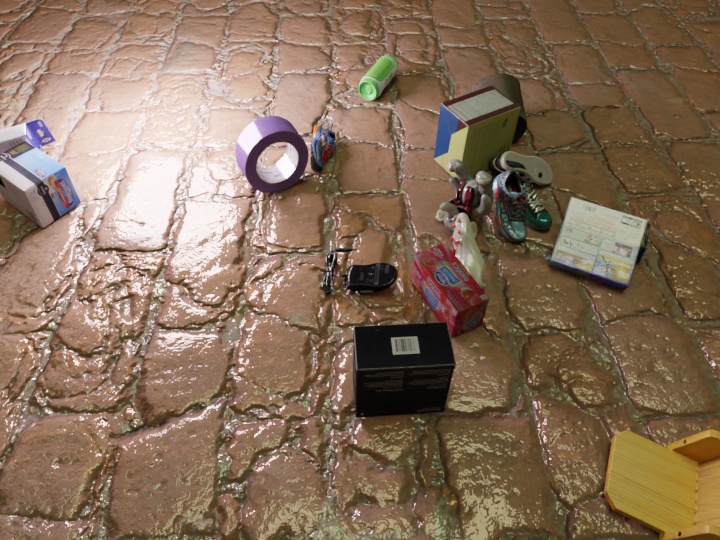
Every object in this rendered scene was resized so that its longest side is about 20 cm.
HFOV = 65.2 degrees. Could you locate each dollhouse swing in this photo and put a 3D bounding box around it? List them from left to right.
[{"bbox_3d":[0.584,0.380,1.036,0.174,0.183,0.202,32,53,0],"label":"dollhouse swing"}]

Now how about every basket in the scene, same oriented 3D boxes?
[{"bbox_3d":[0.465,-0.525,1.846,0.175,0.138,0.204,-7,52,-2],"label":"basket"}]

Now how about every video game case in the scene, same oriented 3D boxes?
[{"bbox_3d":[0.611,-0.071,1.453,0.196,0.046,0.185,20,79,16],"label":"video game case"}]

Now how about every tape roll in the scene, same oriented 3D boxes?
[{"bbox_3d":[-0.252,-0.329,1.609,0.196,0.203,0.085,-23,52,-20],"label":"tape roll"}]

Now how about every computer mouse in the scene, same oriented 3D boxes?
[{"bbox_3d":[0.000,0.000,1.433,0.194,0.046,0.143,-6,52,10],"label":"computer mouse"}]

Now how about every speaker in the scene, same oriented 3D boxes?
[{"bbox_3d":[0.066,-0.689,2.009,0.087,0.090,0.202,20,51,16],"label":"speaker"}]

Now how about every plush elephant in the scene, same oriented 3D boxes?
[{"bbox_3d":[0.274,-0.173,1.525,0.154,0.201,0.164,-42,44,-6],"label":"plush elephant"}]

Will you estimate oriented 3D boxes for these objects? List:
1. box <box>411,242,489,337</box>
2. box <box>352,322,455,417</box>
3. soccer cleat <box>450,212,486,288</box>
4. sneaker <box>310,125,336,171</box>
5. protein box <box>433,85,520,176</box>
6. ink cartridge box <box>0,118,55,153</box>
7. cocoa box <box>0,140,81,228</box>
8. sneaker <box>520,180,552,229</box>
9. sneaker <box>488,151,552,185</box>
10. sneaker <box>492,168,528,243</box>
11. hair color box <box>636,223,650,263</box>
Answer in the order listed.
[{"bbox_3d":[0.211,0.045,1.357,0.094,0.101,0.202,-20,52,-18],"label":"box"},{"bbox_3d":[0.081,0.206,1.159,0.194,0.185,0.106,-2,47,-4],"label":"box"},{"bbox_3d":[0.277,-0.046,1.437,0.075,0.069,0.206,2,74,-14],"label":"soccer cleat"},{"bbox_3d":[-0.114,-0.381,1.745,0.076,0.076,0.203,4,50,-2],"label":"sneaker"},{"bbox_3d":[0.345,-0.410,1.692,0.197,0.201,0.136,-24,52,-21],"label":"protein box"},{"bbox_3d":[-1.001,-0.362,1.641,0.197,0.199,0.041,-25,91,-18],"label":"ink cartridge box"},{"bbox_3d":[-0.906,-0.242,1.564,0.197,0.135,0.131,29,53,23],"label":"cocoa box"},{"bbox_3d":[0.466,-0.198,1.587,0.070,0.081,0.201,-24,53,-21],"label":"sneaker"},{"bbox_3d":[0.472,-0.305,1.691,0.196,0.111,0.075,16,85,-25],"label":"sneaker"},{"bbox_3d":[0.411,-0.176,1.523,0.077,0.096,0.205,-9,79,-15],"label":"sneaker"},{"bbox_3d":[0.669,-0.105,1.525,0.196,0.061,0.101,20,51,17],"label":"hair color box"}]
